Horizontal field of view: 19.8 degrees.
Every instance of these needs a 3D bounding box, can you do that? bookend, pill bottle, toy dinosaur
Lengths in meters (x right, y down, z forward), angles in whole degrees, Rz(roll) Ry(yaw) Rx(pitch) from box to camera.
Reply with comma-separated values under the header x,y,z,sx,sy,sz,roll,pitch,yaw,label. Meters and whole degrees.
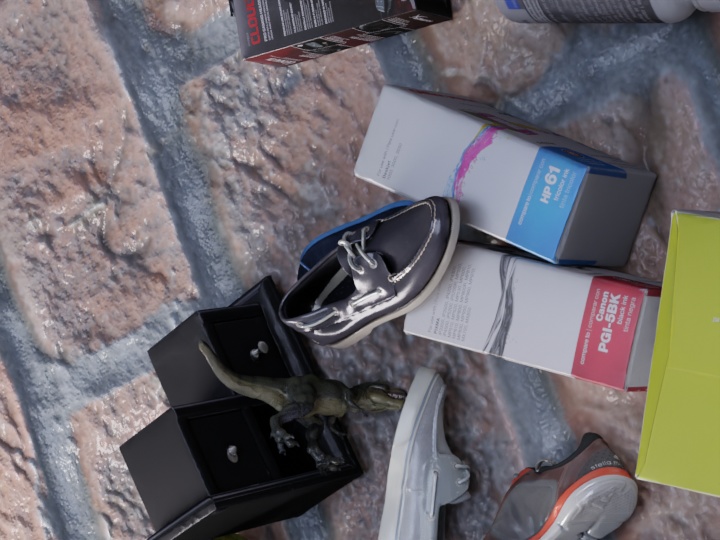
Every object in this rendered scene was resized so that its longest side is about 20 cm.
x,y,z,sx,sy,sz,roll,pitch,yaw,label
-0.126,0.120,1.771,0.092,0.198,0.201,-36,72,34,bookend
0.210,-0.253,1.636,0.198,0.113,0.115,4,92,30,pill bottle
-0.049,0.119,1.741,0.047,0.198,0.089,-44,43,42,toy dinosaur

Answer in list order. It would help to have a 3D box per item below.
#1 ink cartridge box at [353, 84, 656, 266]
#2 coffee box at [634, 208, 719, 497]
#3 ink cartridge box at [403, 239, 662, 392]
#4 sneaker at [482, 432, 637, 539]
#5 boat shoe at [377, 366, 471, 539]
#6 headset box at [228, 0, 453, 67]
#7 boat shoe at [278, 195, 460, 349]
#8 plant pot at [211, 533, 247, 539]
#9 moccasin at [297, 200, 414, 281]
x,y,z,sx,sy,sz,roll,pitch,yaw,label
0.116,-0.078,1.669,0.199,0.144,0.085,23,101,28,ink cartridge box
0.337,0.068,1.510,0.198,0.197,0.202,10,94,29,coffee box
0.156,0.034,1.645,0.198,0.146,0.084,14,94,28,ink cartridge box
0.145,0.209,1.707,0.200,0.077,0.082,-40,44,22,sneaker
0.060,0.185,1.752,0.071,0.070,0.203,9,93,10,boat shoe
-0.032,-0.270,1.797,0.198,0.077,0.151,-11,84,28,headset box
0.005,0.001,1.629,0.200,0.062,0.073,-41,43,44,boat shoe
-0.150,0.327,1.809,0.200,0.200,0.185,38,95,24,plant pot
0.000,0.000,1.735,0.200,0.080,0.069,145,131,-58,moccasin
